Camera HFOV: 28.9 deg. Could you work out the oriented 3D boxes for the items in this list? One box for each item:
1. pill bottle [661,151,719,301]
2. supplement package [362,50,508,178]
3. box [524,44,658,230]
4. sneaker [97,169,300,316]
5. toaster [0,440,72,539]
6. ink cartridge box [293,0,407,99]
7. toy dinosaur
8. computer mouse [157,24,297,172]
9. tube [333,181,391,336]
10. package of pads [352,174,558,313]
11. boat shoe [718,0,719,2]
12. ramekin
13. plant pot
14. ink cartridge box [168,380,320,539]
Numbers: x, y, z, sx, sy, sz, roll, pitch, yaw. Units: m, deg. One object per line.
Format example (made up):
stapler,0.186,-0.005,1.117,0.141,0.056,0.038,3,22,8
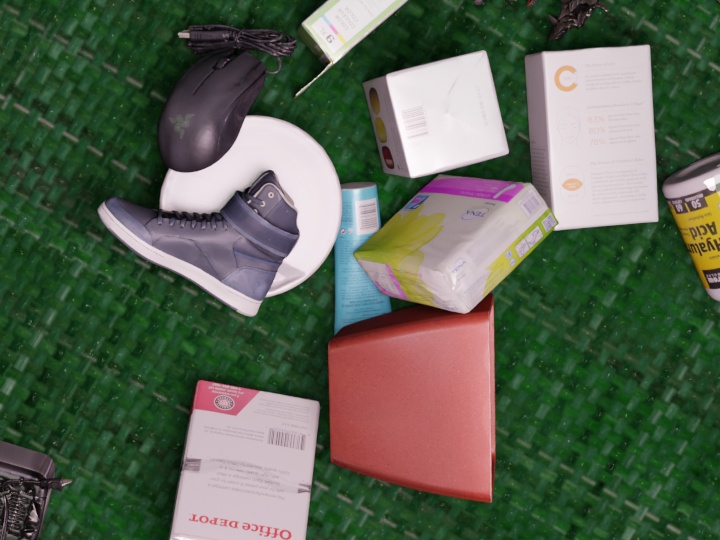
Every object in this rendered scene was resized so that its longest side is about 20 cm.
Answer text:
pill bottle,0.438,-0.032,1.622,0.111,0.111,0.200,-27,98,-3
supplement package,0.077,-0.168,1.522,0.109,0.200,0.114,-14,96,-6
box,0.263,-0.153,1.597,0.124,0.097,0.200,-5,97,-6
sneaker,-0.159,-0.061,1.467,0.202,0.077,0.146,30,104,-18
toaster,-0.437,0.277,1.551,0.200,0.119,0.181,17,94,-7
ink cartridge box,-0.016,-0.279,1.550,0.200,0.104,0.059,-42,98,-1
toy dinosaur,0.221,-0.345,1.580,0.200,0.102,0.136,-27,81,18
computer mouse,-0.163,-0.196,1.500,0.138,0.053,0.200,9,60,22
tube,0.000,0.000,1.611,0.077,0.050,0.200,-4,102,-2
package of pads,0.096,-0.031,1.520,0.154,0.200,0.068,-43,114,-18
boat shoe,0.399,-0.356,1.606,0.200,0.072,0.065,37,86,-14
ramekin,-0.124,-0.072,1.563,0.202,0.094,0.203,-1,95,-7
plant pot,0.059,0.134,1.540,0.176,0.200,0.200,0,95,6
ink cartridge box,-0.129,0.237,1.547,0.145,0.085,0.200,11,52,-7
